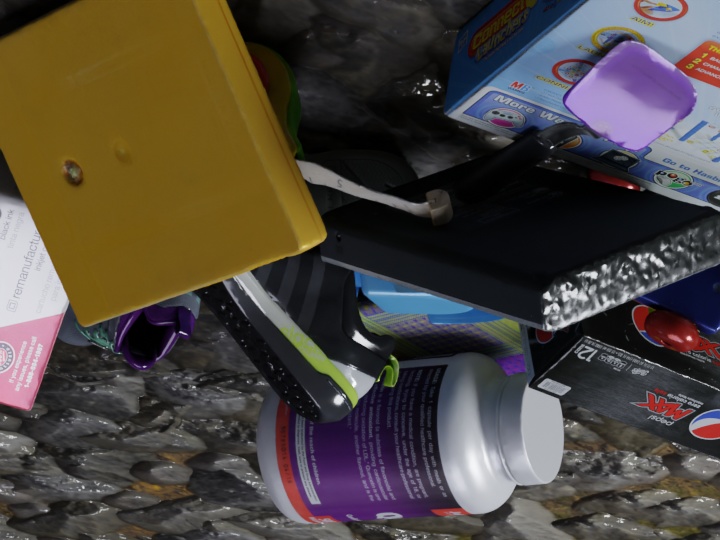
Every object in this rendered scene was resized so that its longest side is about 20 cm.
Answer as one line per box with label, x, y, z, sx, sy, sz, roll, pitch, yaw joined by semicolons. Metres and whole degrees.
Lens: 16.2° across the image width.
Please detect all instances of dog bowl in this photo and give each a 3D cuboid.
dog bowl;0.000;0.000;1.626;0.199;0.050;0.111;2;169;14

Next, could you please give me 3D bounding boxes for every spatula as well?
spatula;0.107;-0.071;1.359;0.056;0.021;0.200;33;151;-17

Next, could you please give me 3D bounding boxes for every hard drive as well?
hard drive;0.089;-0.019;1.426;0.139;0.033;0.200;-20;-158;-33

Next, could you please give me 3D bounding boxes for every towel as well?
towel;0.051;0.046;1.768;0.200;0.023;0.144;-16;146;39

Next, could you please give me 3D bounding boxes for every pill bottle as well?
pill bottle;0.035;0.117;1.763;0.200;0.113;0.112;-6;152;26

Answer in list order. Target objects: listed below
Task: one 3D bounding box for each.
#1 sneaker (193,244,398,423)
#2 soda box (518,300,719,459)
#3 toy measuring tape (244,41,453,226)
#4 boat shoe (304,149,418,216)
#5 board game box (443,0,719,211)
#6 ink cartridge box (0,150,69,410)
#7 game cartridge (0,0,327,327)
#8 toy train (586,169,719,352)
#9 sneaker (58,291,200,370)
sneaker;-0.050;-0.001;1.498;0.200;0.083;0.072;55;160;-18
soda box;0.204;0.066;1.695;0.200;0.071;0.063;22;132;-28
toy measuring tape;-0.034;-0.084;1.431;0.200;0.074;0.074;17;158;14
boat shoe;-0.063;-0.044;1.550;0.201;0.075;0.065;-1;172;2
board game box;0.178;-0.111;1.345;0.200;0.056;0.196;19;153;-20
ink cartridge box;-0.279;-0.015;1.573;0.200;0.084;0.145;16;114;-14
game cartridge;-0.123;-0.071;1.419;0.200;0.177;0.032;-18;-172;43
toy train;0.204;0.017;1.544;0.200;0.085;0.116;26;169;8
sneaker;-0.167;0.033;1.722;0.074;0.088;0.200;19;153;-24
